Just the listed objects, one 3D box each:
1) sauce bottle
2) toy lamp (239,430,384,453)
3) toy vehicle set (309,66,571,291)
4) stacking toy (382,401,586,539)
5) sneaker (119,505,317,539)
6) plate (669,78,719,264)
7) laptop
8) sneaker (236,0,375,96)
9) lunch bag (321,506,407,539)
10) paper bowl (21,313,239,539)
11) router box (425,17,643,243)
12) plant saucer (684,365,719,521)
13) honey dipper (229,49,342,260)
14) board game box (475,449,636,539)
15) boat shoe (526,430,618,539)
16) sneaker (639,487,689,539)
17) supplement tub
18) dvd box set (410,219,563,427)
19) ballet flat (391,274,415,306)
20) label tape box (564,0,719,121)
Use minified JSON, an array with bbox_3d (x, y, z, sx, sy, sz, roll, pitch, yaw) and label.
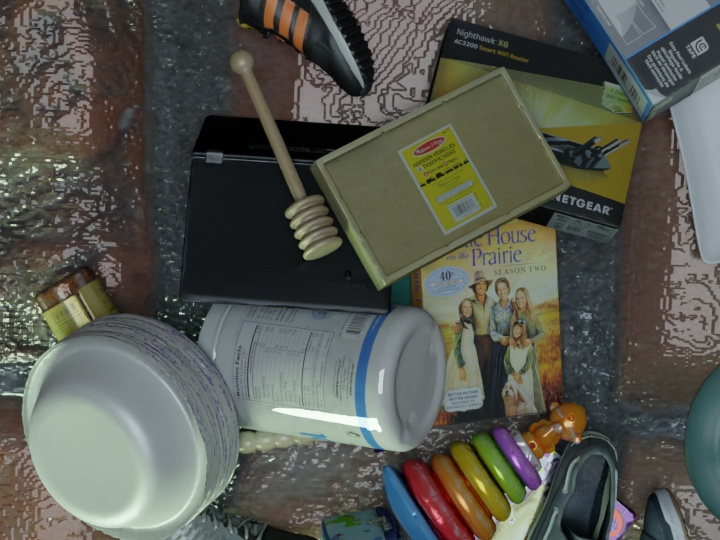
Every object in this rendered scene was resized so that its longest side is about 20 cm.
[{"bbox_3d":[-0.233,0.095,1.721,0.066,0.066,0.201,-28,94,3],"label":"sauce bottle"},{"bbox_3d":[-0.042,0.152,1.732,0.198,0.058,0.059,-6,95,1],"label":"toy lamp"},{"bbox_3d":[0.072,-0.082,1.603,0.199,0.027,0.125,-27,84,-16],"label":"toy vehicle set"},{"bbox_3d":[0.127,0.186,1.703,0.199,0.110,0.116,-35,74,2],"label":"stacking toy"},{"bbox_3d":[-0.137,0.234,1.731,0.198,0.075,0.117,-3,93,1],"label":"sneaker"},{"bbox_3d":[0.396,-0.124,1.717,0.198,0.032,0.202,-13,95,2],"label":"plate"},{"bbox_3d":[-0.061,-0.055,1.656,0.185,0.200,0.117,4,110,-1],"label":"laptop"},{"bbox_3d":[-0.066,-0.237,1.697,0.090,0.070,0.201,-31,94,18],"label":"sneaker"},{"bbox_3d":[0.015,0.328,1.697,0.082,0.161,0.202,-10,97,-4],"label":"lunch bag"},{"bbox_3d":[-0.217,0.148,1.636,0.199,0.104,0.202,11,115,24],"label":"paper bowl"},{"bbox_3d":[0.156,-0.129,1.680,0.198,0.052,0.158,15,72,-2],"label":"router box"},{"bbox_3d":[0.412,0.167,1.742,0.198,0.036,0.202,0,96,0],"label":"plant saucer"},{"bbox_3d":[-0.072,-0.105,1.595,0.038,0.038,0.201,-26,75,2],"label":"honey dipper"},{"bbox_3d":[0.158,0.276,1.757,0.120,0.032,0.200,37,94,-7],"label":"board game box"},{"bbox_3d":[0.198,0.252,1.711,0.072,0.062,0.202,15,94,-2],"label":"boat shoe"},{"bbox_3d":[0.261,0.311,1.738,0.107,0.070,0.202,-6,98,-1],"label":"sneaker"},{"bbox_3d":[-0.034,0.088,1.652,0.199,0.132,0.133,6,96,28],"label":"supplement tub"},{"bbox_3d":[0.119,0.039,1.710,0.145,0.029,0.202,-4,95,-22],"label":"dvd box set"},{"bbox_3d":[0.000,0.000,1.706,0.199,0.065,0.071,19,87,-27],"label":"ballet flat"},{"bbox_3d":[0.306,-0.250,1.659,0.199,0.063,0.145,-31,79,-5],"label":"label tape box"}]
